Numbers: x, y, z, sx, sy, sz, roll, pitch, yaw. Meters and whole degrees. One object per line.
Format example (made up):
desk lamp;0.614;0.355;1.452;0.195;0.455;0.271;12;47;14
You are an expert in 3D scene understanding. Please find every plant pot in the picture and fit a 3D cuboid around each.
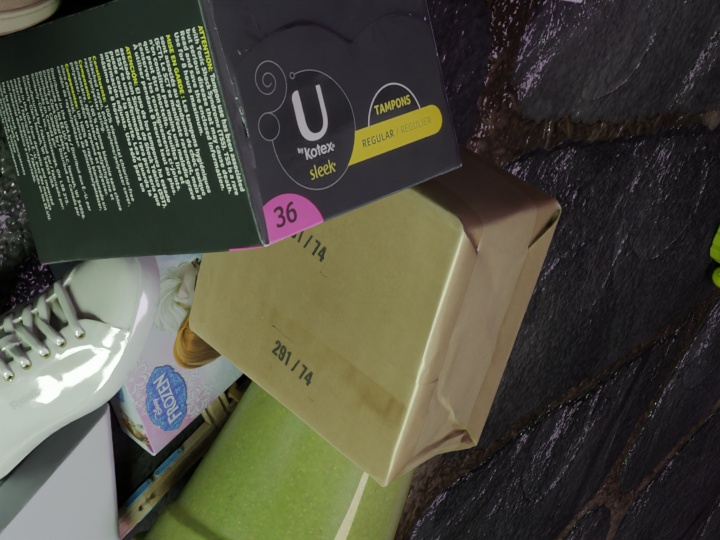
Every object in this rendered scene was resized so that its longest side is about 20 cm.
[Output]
plant pot;-0.042;0.160;0.939;0.186;0.199;0.200;-65;150;-5

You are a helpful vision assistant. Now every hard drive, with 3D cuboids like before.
hard drive;-0.209;0.195;0.854;0.132;0.026;0.202;-53;158;-42

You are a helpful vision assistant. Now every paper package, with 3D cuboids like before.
paper package;0.000;0.000;0.806;0.103;0.199;0.193;-14;129;-48

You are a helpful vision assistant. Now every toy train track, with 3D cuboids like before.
toy train track;-0.131;0.154;0.995;0.200;0.032;0.115;-45;147;-20

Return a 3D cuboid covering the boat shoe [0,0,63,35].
boat shoe;-0.219;-0.145;0.566;0.199;0.072;0.066;-10;121;-44

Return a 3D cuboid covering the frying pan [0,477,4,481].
frying pan;-0.262;0.224;0.864;0.115;0.031;0.191;-43;145;-30

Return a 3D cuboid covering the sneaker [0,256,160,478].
sneaker;-0.198;0.056;0.731;0.200;0.073;0.084;-45;146;17

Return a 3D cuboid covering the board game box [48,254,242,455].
board game box;-0.107;-0.001;0.883;0.199;0.041;0.201;-43;146;-25

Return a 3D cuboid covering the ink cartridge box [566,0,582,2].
ink cartridge box;0.109;-0.281;0.910;0.199;0.082;0.148;-8;123;-52

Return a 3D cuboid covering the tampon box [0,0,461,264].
tampon box;-0.075;-0.087;0.665;0.149;0.199;0.128;-25;106;-42

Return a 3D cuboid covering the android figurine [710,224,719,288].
android figurine;0.556;-0.056;1.811;0.183;0.041;0.200;-60;151;3
